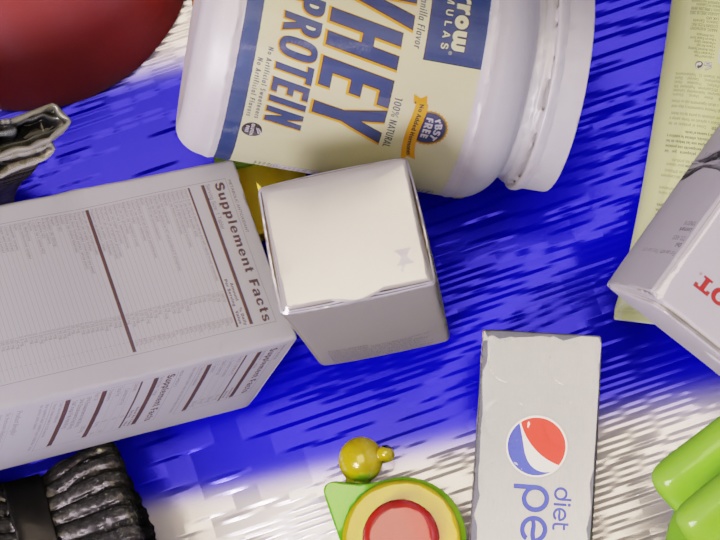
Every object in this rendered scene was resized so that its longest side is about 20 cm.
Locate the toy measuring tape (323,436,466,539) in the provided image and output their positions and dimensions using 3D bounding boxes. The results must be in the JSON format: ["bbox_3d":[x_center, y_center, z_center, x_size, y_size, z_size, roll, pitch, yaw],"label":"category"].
[{"bbox_3d":[0.037,0.183,1.153,0.073,0.074,0.200,-19,81,0],"label":"toy measuring tape"}]

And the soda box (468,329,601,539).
[{"bbox_3d":[0.094,0.135,1.159,0.068,0.063,0.200,3,81,5],"label":"soda box"}]

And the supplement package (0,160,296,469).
[{"bbox_3d":[-0.153,0.029,1.122,0.200,0.110,0.114,-12,71,-23],"label":"supplement package"}]

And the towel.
[{"bbox_3d":[-0.256,-0.027,1.114,0.192,0.200,0.035,-19,87,-20],"label":"towel"}]

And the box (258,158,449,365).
[{"bbox_3d":[0.000,0.000,1.115,0.082,0.200,0.068,-11,79,1],"label":"box"}]

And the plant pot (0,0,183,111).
[{"bbox_3d":[-0.202,-0.203,1.170,0.200,0.177,0.201,0,81,3],"label":"plant pot"}]

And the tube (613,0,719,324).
[{"bbox_3d":[0.191,-0.066,1.196,0.058,0.052,0.200,3,85,37],"label":"tube"}]

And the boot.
[{"bbox_3d":[-0.209,0.123,1.169,0.158,0.079,0.211,-28,88,3],"label":"boot"}]

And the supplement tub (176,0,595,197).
[{"bbox_3d":[0.011,-0.117,1.108,0.200,0.145,0.145,9,82,-7],"label":"supplement tub"}]

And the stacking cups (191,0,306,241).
[{"bbox_3d":[-0.064,-0.117,1.195,0.060,0.061,0.200,-8,88,2],"label":"stacking cups"}]

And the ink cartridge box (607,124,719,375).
[{"bbox_3d":[0.252,-0.026,1.146,0.146,0.084,0.200,38,85,-12],"label":"ink cartridge box"}]

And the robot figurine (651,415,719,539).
[{"bbox_3d":[0.238,0.161,1.093,0.116,0.175,0.200,-40,114,6],"label":"robot figurine"}]
